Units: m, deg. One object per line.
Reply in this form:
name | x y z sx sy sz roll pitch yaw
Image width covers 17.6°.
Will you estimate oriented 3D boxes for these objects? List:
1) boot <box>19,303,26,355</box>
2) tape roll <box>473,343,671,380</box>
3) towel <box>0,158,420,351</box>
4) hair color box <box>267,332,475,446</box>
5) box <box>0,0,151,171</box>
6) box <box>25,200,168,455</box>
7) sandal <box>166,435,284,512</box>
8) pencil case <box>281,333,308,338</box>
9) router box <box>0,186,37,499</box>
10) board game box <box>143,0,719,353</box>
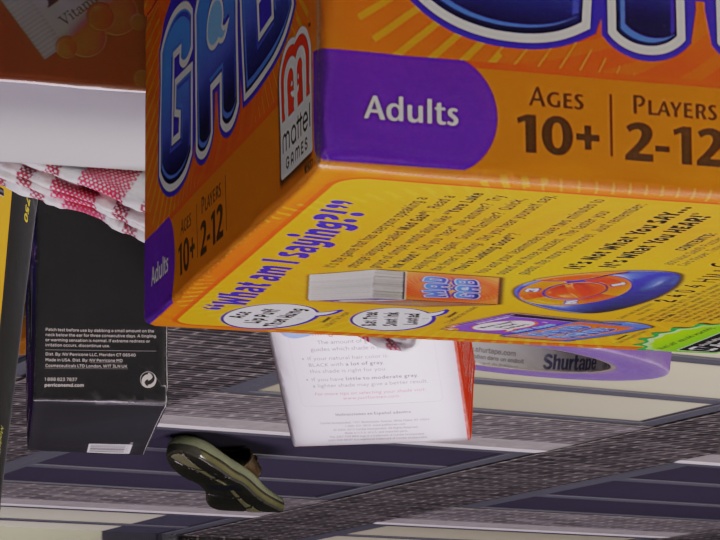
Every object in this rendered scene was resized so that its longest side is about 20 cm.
boot | -0.265 0.026 1.506 0.199 0.071 0.144 -3 165 -12
tape roll | 0.086 0.009 1.360 0.198 0.086 0.200 6 173 1
towel | -0.047 -0.053 0.882 0.199 0.147 0.030 23 134 4
hair color box | 0.000 0.000 1.196 0.101 0.062 0.201 -2 133 8
box | -0.063 -0.105 0.802 0.198 0.125 0.097 3 167 -17
box | -0.153 0.022 1.338 0.078 0.142 0.200 3 167 -8
sandal | -0.130 0.202 2.374 0.079 0.058 0.201 1 154 21
pencil case | 0.037 -0.021 1.013 0.199 0.089 0.088 -10 165 37
router box | -0.179 -0.021 0.933 0.051 0.201 0.149 -3 154 12
board game box | 0.054 -0.095 0.677 0.198 0.202 0.200 3 167 -17
